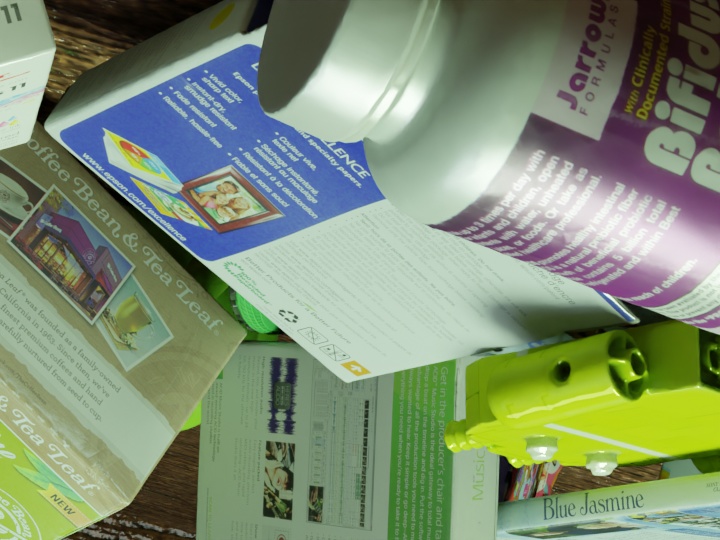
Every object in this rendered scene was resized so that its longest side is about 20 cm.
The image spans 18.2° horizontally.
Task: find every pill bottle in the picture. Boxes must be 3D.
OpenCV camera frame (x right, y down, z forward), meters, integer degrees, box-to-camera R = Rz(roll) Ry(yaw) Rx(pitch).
[{"bbox_3d":[0.071,-0.056,0.752,0.199,0.113,0.112,20,166,-20],"label":"pill bottle"}]

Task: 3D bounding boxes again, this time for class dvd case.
[{"bbox_3d":[0.155,0.121,1.100,0.199,0.018,0.142,-14,162,42],"label":"dvd case"}]

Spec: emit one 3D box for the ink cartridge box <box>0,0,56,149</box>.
[{"bbox_3d":[-0.190,-0.090,0.908,0.117,0.068,0.200,-16,174,-14],"label":"ink cartridge box"}]

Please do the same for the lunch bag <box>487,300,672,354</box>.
[{"bbox_3d":[0.100,0.003,1.055,0.199,0.076,0.160,7,160,32],"label":"lunch bag"}]

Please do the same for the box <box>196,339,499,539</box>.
[{"bbox_3d":[-0.010,0.110,1.142,0.036,0.145,0.200,4,178,-41],"label":"box"}]

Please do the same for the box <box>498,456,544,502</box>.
[{"bbox_3d":[0.084,0.081,1.259,0.039,0.137,0.200,13,167,10],"label":"box"}]

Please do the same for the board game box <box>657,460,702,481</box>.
[{"bbox_3d":[0.242,0.118,1.304,0.103,0.105,0.200,11,166,19],"label":"board game box"}]

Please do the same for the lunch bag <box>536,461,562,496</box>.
[{"bbox_3d":[0.035,0.102,1.548,0.176,0.082,0.200,11,166,34],"label":"lunch bag"}]

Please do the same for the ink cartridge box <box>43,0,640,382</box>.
[{"bbox_3d":[-0.006,-0.035,0.949,0.198,0.047,0.200,42,145,-24],"label":"ink cartridge box"}]

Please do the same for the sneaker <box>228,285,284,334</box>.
[{"bbox_3d":[0.000,0.000,1.188,0.085,0.078,0.200,-2,168,34],"label":"sneaker"}]

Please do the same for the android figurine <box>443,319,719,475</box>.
[{"bbox_3d":[0.128,0.059,0.980,0.199,0.041,0.182,-15,158,38],"label":"android figurine"}]

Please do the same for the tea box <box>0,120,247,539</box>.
[{"bbox_3d":[-0.205,0.035,1.154,0.200,0.134,0.197,45,138,-13],"label":"tea box"}]

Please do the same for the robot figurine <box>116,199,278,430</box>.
[{"bbox_3d":[-0.140,0.023,1.320,0.200,0.116,0.175,26,165,-38],"label":"robot figurine"}]
